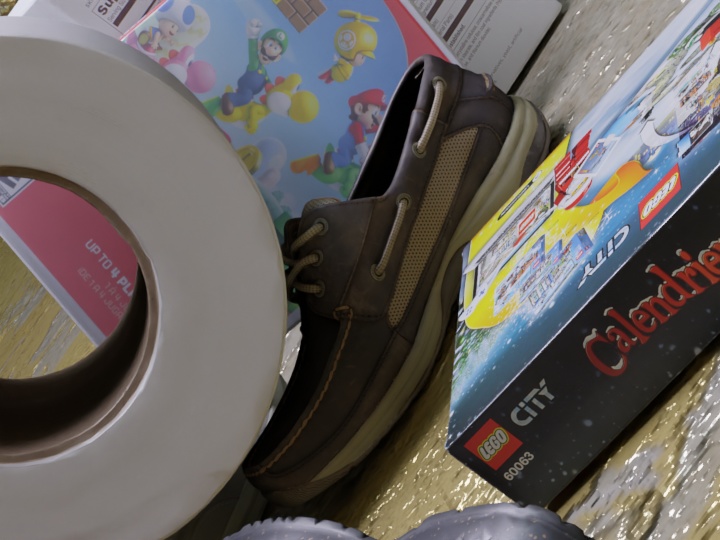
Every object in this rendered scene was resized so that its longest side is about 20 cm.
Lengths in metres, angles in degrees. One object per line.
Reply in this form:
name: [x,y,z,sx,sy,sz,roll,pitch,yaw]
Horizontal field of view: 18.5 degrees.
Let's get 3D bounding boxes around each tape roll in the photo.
tape roll: [-0.133,0.006,0.846,0.203,0.202,0.139,-53,11,3]

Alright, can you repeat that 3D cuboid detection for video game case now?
video game case: [-0.052,-0.048,0.948,0.200,0.143,0.017,-40,7,5]

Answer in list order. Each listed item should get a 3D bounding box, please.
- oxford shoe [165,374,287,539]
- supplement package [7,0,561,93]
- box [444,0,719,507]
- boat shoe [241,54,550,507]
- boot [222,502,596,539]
oxford shoe: [-0.076,0.098,0.942,0.075,0.058,0.200,-49,12,35]
supplement package: [-0.045,-0.115,1.048,0.151,0.200,0.152,-57,13,-14]
box: [0.105,-0.034,0.684,0.200,0.038,0.137,-48,14,24]
boat shoe: [0.000,0.000,0.883,0.201,0.073,0.074,-60,14,-23]
boot: [-0.015,0.136,0.597,0.200,0.070,0.132,-27,31,58]
